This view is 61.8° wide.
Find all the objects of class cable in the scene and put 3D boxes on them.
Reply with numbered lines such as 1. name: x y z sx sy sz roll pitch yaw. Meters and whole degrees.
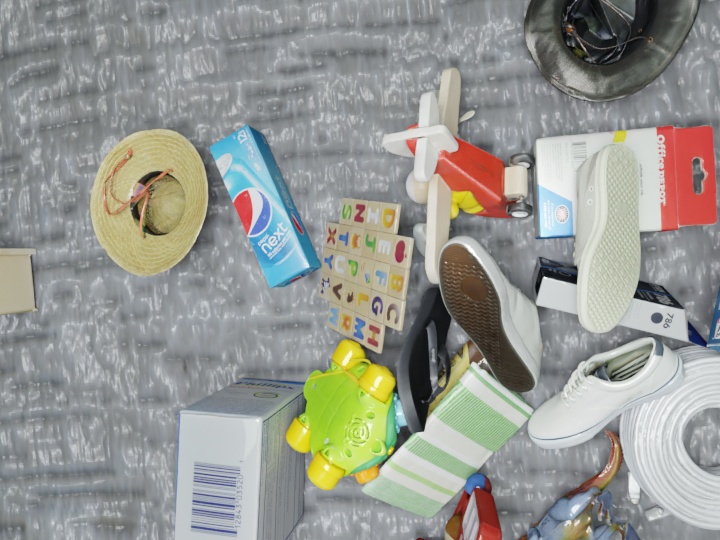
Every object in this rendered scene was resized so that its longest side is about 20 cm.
1. cable: 0.407 0.194 0.704 0.194 0.069 0.207 -12 88 11

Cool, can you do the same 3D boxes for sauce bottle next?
1. sauce bottle: 0.142 0.129 0.758 0.065 0.065 0.201 42 95 7

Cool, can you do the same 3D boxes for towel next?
1. towel: 0.110 0.214 0.737 0.201 0.152 0.023 -48 40 7

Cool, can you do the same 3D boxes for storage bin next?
1. storage bin: -0.593 0.028 0.826 0.192 0.200 0.097 -6 92 10

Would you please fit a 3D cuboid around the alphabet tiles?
1. alphabet tiles: 0.000 0.000 0.736 0.006 0.198 0.172 5 96 -32

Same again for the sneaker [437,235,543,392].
1. sneaker: 0.149 0.035 0.676 0.071 0.085 0.203 -10 120 39

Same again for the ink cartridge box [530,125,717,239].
1. ink cartridge box: 0.308 -0.103 0.721 0.193 0.067 0.120 -2 90 11

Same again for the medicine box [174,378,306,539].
1. medicine box: -0.138 0.245 0.741 0.100 0.200 0.189 3 91 10

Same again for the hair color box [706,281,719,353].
1. hair color box: 0.454 0.006 0.654 0.098 0.060 0.205 24 75 -11

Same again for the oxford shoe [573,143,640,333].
1. oxford shoe: 0.262 -0.034 0.658 0.073 0.057 0.207 10 81 -22

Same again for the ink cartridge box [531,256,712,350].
1. ink cartridge box: 0.303 0.034 0.706 0.194 0.100 0.040 15 107 9

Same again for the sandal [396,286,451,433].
1. sandal: 0.084 0.093 0.707 0.042 0.203 0.077 -7 130 26

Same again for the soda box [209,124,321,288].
1. soda box: -0.125 -0.083 0.803 0.063 0.068 0.204 -25 86 9

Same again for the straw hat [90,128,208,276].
1. straw hat: -0.264 -0.088 0.821 0.195 0.085 0.208 -3 82 21

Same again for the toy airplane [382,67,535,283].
1. toy airplane: 0.097 -0.114 0.706 0.139 0.199 0.203 -11 112 51

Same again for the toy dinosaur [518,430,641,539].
1. toy dinosaur: 0.249 0.325 0.734 0.105 0.201 0.181 41 140 -7

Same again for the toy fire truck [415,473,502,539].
1. toy fire truck: 0.120 0.331 0.693 0.109 0.200 0.173 21 94 8

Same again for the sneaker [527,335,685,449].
1. sneaker: 0.273 0.138 0.708 0.199 0.074 0.071 -39 115 22

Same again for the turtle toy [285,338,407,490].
1. turtle toy: -0.013 0.169 0.722 0.100 0.199 0.148 33 89 -29

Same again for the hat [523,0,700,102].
1. hat: 0.295 -0.299 0.719 0.194 0.081 0.208 1 94 19
